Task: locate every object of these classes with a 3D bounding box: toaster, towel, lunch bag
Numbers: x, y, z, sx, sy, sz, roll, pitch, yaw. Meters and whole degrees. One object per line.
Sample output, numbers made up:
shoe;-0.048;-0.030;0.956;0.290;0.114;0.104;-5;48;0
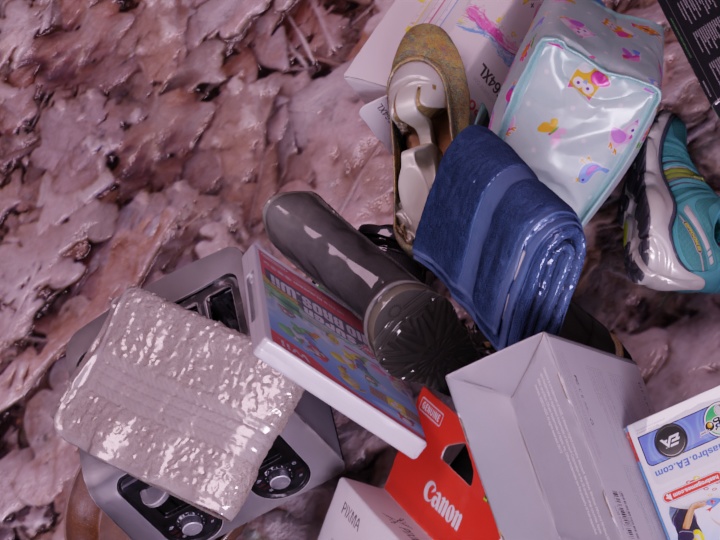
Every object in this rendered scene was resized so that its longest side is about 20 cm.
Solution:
toaster;-0.121;0.097;1.763;0.180;0.119;0.201;-27;47;14
towel;-0.136;0.094;1.669;0.199;0.034;0.133;19;75;37
lunch bag;0.145;-0.096;1.717;0.171;0.121;0.201;-67;2;-66
towel;0.094;-0.021;1.559;0.200;0.048;0.112;-124;47;-62

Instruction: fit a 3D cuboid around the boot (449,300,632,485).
boot;0.093;0.093;1.642;0.200;0.138;0.077;-50;41;-8

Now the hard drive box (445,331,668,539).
hard drive box;0.147;0.134;1.482;0.076;0.200;0.157;-24;73;19

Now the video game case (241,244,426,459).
video game case;-0.022;0.056;1.658;0.017;0.143;0.200;-52;16;13

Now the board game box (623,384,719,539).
board game box;0.296;0.152;1.431;0.199;0.056;0.197;-25;72;18

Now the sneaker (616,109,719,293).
sneaker;0.239;-0.046;1.707;0.079;0.078;0.201;13;38;-6

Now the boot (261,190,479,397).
boot;-0.002;0.001;1.680;0.072;0.182;0.200;-41;59;0

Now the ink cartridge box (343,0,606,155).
ink cartridge box;0.095;-0.169;1.871;0.125;0.129;0.201;18;69;45

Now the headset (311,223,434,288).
headset;0.034;0.022;1.818;0.199;0.094;0.124;-29;44;37

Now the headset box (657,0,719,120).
headset box;0.344;-0.200;1.730;0.199;0.093;0.175;-31;42;12

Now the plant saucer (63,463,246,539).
plant saucer;-0.152;0.178;1.839;0.199;0.035;0.201;-21;44;22

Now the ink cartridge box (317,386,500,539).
ink cartridge box;0.033;0.187;1.592;0.200;0.043;0.175;39;111;65

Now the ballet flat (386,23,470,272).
ballet flat;0.049;-0.099;1.737;0.070;0.071;0.202;-11;77;31
